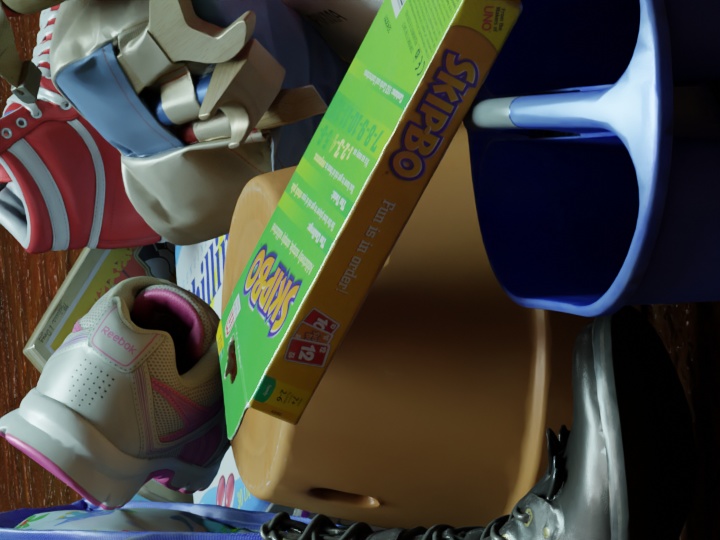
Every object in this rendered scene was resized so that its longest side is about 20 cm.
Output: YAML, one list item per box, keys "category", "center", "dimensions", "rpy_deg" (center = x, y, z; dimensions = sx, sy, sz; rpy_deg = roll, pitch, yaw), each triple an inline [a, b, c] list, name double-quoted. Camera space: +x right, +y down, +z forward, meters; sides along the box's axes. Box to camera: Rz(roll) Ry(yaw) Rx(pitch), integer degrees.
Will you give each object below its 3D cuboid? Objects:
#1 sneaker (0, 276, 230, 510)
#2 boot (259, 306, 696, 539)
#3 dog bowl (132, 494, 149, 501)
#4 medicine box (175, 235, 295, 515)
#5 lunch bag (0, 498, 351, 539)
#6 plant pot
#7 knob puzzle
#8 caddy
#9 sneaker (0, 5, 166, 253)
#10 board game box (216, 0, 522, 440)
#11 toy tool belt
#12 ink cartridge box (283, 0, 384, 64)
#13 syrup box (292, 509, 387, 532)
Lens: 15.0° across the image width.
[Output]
- category: "sneaker"
  center: [-0.090, 0.050, 1.257]
  dimensions: [0.088, 0.081, 0.200]
  rpy_deg: [-56, -6, 10]
- category: "boot"
  center: [0.037, 0.111, 1.057]
  dimensions: [0.069, 0.174, 0.200]
  rpy_deg: [-9, -80, -61]
- category: "dog bowl"
  center: [-0.097, 0.122, 1.581]
  dimensions: [0.200, 0.050, 0.112]
  rpy_deg: [-50, -25, -39]
- category: "medicine box"
  center: [-0.024, 0.043, 1.408]
  dimensions: [0.182, 0.103, 0.200]
  rpy_deg: [124, 143, -64]
- category: "lunch bag"
  center: [-0.080, 0.189, 1.184]
  dimensions: [0.200, 0.127, 0.170]
  rpy_deg: [0, 94, 35]
- category: "plant pot"
  center: [0.021, 0.027, 1.171]
  dimensions: [0.200, 0.140, 0.200]
  rpy_deg: [-179, 90, -75]
- category: "knob puzzle"
  center: [-0.079, 0.053, 1.526]
  dimensions: [0.030, 0.219, 0.220]
  rpy_deg: [-26, 60, 38]
- category: "caddy"
  center: [0.090, -0.056, 0.975]
  dimensions: [0.200, 0.105, 0.142]
  rpy_deg: [-175, 84, -74]
- category: "sneaker"
  center: [-0.163, -0.101, 1.444]
  dimensions: [0.071, 0.112, 0.200]
  rpy_deg: [120, 135, -63]
- category: "board game box"
  center: [-0.001, -0.034, 1.020]
  dimensions: [0.200, 0.030, 0.096]
  rpy_deg: [-59, 18, 20]
- category: "toy tool belt"
  center: [-0.066, -0.103, 1.192]
  dimensions: [0.200, 0.123, 0.125]
  rpy_deg: [47, -142, -41]
- category: "ink cartridge box"
  center: [0.004, -0.136, 1.170]
  dimensions: [0.044, 0.173, 0.200]
  rpy_deg: [-58, 15, -11]
- category: "syrup box"
  center: [0.030, 0.185, 1.207]
  dimensions: [0.200, 0.079, 0.082]
  rpy_deg: [-112, 30, -41]
